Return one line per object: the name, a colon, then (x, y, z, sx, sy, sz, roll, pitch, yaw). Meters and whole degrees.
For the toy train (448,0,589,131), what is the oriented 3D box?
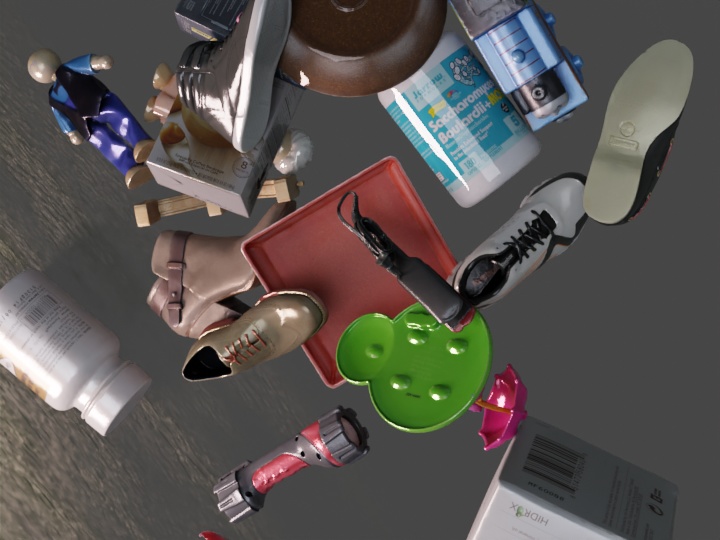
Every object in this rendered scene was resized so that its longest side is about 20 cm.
toy train: (0.160, -0.238, 1.433, 0.086, 0.114, 0.201, -28, 94, 21)

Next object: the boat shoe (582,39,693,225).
boat shoe: (0.290, -0.142, 1.451, 0.073, 0.063, 0.203, 24, 96, 20)

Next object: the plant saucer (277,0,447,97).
plant saucer: (-0.011, -0.277, 1.413, 0.199, 0.037, 0.202, 0, 78, 2)

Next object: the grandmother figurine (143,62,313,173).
grandmother figurine: (-0.145, -0.160, 1.570, 0.199, 0.061, 0.122, 22, 116, 12)

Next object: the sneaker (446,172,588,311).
sneaker: (0.175, -0.025, 1.489, 0.074, 0.080, 0.200, 45, 95, 1)

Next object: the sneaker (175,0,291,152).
sneaker: (-0.133, -0.222, 1.392, 0.099, 0.071, 0.201, 29, 128, 17)

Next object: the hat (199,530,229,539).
hat: (-0.057, 0.366, 1.702, 0.199, 0.176, 0.166, 30, 113, -34)

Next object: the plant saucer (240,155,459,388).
plant saucer: (0.000, 0.000, 1.548, 0.199, 0.037, 0.201, -30, 105, 7)

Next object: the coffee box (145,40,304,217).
coffee box: (-0.136, -0.175, 1.503, 0.114, 0.080, 0.201, 20, 77, 8)

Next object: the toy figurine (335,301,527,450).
toy figurine: (0.098, 0.129, 1.526, 0.199, 0.184, 0.151, 9, 72, 39)

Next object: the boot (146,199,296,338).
boot: (-0.169, -0.013, 1.613, 0.146, 0.070, 0.201, 24, 98, 20)

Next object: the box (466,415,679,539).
box: (0.220, 0.300, 1.508, 0.199, 0.199, 0.172, 25, 110, 8)

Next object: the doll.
doll: (-0.308, -0.189, 1.599, 0.200, 0.048, 0.137, 42, 131, 18)

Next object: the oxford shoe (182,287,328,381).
oxford shoe: (-0.116, 0.080, 1.527, 0.199, 0.075, 0.071, -28, 105, 38)

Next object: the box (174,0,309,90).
box: (-0.080, -0.312, 1.468, 0.157, 0.051, 0.201, 25, 79, 9)

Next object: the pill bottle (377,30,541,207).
pill bottle: (0.092, -0.174, 1.470, 0.111, 0.111, 0.200, -38, 92, 21)

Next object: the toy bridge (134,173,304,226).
toy bridge: (-0.155, -0.083, 1.586, 0.199, 0.067, 0.027, -9, 102, 19)

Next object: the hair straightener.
hair straightener: (0.038, -0.018, 1.446, 0.041, 0.077, 0.200, -44, 63, 8)

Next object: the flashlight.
flashlight: (-0.083, 0.235, 1.649, 0.199, 0.068, 0.068, -35, 96, 19)

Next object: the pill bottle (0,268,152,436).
pill bottle: (-0.353, 0.101, 1.664, 0.200, 0.114, 0.115, 39, 111, 3)
